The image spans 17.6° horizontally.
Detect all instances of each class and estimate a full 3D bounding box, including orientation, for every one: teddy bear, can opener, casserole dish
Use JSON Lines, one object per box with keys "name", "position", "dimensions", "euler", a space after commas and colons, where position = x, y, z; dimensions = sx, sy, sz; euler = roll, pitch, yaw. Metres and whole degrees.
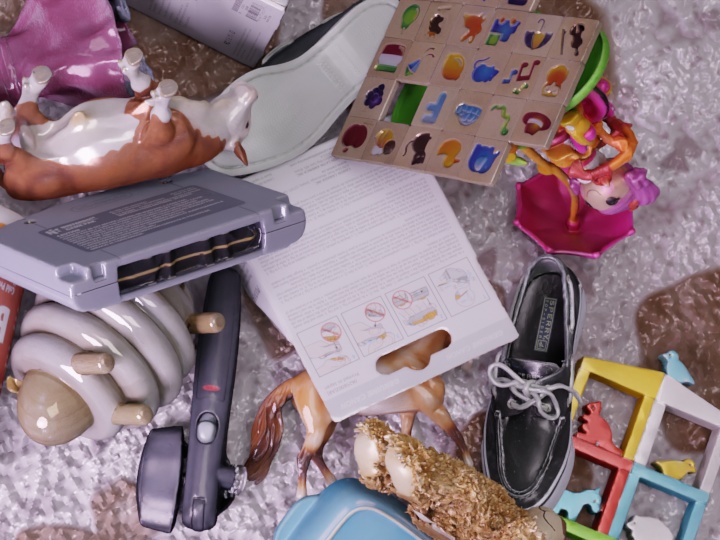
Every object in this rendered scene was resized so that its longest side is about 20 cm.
{"name": "teddy bear", "position": [0.079, 0.166, 1.651], "dimensions": [0.200, 0.145, 0.067], "euler": [36, 77, -8]}
{"name": "can opener", "position": [-0.111, 0.094, 1.696], "dimensions": [0.078, 0.063, 0.201], "euler": [12, 77, -8]}
{"name": "casserole dish", "position": [0.024, 0.239, 1.688], "dimensions": [0.200, 0.039, 0.121], "euler": [39, 79, -13]}

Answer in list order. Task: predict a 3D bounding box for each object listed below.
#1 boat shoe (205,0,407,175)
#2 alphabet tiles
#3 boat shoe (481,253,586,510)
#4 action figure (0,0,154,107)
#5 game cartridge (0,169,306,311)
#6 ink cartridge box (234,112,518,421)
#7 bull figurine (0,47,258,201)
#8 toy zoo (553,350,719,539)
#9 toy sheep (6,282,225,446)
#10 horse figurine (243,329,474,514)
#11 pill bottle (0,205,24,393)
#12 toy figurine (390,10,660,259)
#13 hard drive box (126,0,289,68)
{"name": "boat shoe", "position": [-0.046, -0.135, 1.757], "dimensions": [0.200, 0.060, 0.076], "euler": [-33, 99, -18]}
{"name": "alphabet tiles", "position": [0.080, -0.144, 1.674], "dimensions": [0.008, 0.200, 0.168], "euler": [34, 75, -43]}
{"name": "boat shoe", "position": [0.131, 0.086, 1.733], "dimensions": [0.073, 0.068, 0.200], "euler": [11, 75, 16]}
{"name": "action figure", "position": [-0.259, -0.149, 1.714], "dimensions": [0.199, 0.149, 0.134], "euler": [-20, 54, 4]}
{"name": "game cartridge", "position": [-0.155, -0.024, 1.622], "dimensions": [0.200, 0.133, 0.041], "euler": [-19, 118, -35]}
{"name": "ink cartridge box", "position": [0.000, 0.000, 1.732], "dimensions": [0.162, 0.057, 0.200], "euler": [-24, 79, -16]}
{"name": "bull figurine", "position": [-0.169, -0.101, 1.647], "dimensions": [0.199, 0.122, 0.065], "euler": [-17, 58, -2]}
{"name": "toy zoo", "position": [0.203, 0.154, 1.769], "dimensions": [0.131, 0.020, 0.201], "euler": [22, 76, -6]}
{"name": "toy sheep", "position": [-0.175, 0.048, 1.658], "dimensions": [0.138, 0.138, 0.200], "euler": [42, 58, -1]}
{"name": "horse figurine", "position": [0.003, 0.107, 1.724], "dimensions": [0.199, 0.050, 0.133], "euler": [-8, 88, -16]}
{"name": "pill bottle", "position": [-0.303, 0.052, 1.641], "dimensions": [0.112, 0.112, 0.201], "euler": [12, 77, -9]}
{"name": "toy figurine", "position": [0.153, -0.087, 1.728], "dimensions": [0.184, 0.200, 0.150], "euler": [42, 56, -34]}
{"name": "hard drive box", "position": [-0.140, -0.244, 1.710], "dimensions": [0.200, 0.156, 0.077], "euler": [26, 75, -6]}
